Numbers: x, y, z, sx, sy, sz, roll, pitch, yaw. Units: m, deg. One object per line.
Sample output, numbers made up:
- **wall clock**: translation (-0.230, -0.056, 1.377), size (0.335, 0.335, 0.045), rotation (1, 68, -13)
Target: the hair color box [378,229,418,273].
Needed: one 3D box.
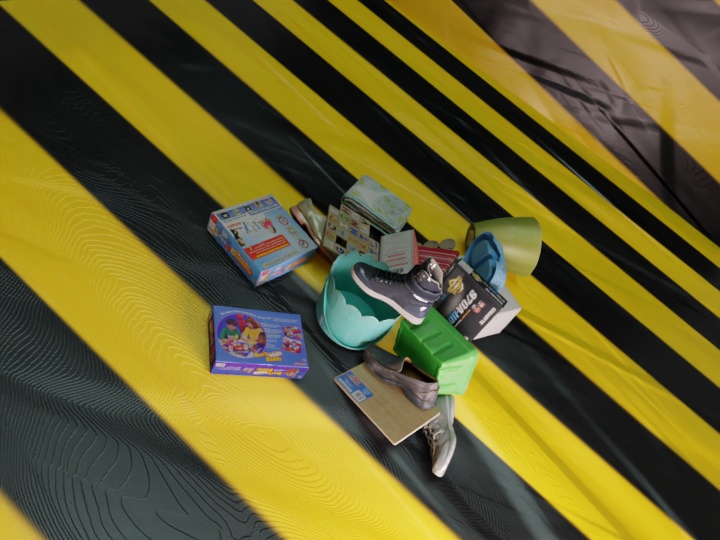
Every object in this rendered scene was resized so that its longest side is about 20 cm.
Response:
- **hair color box**: translation (0.102, -0.023, 1.487), size (0.099, 0.062, 0.202), rotation (-10, 33, 13)

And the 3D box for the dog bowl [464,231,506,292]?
- **dog bowl**: translation (0.331, -0.010, 1.474), size (0.049, 0.111, 0.203), rotation (30, 41, -21)

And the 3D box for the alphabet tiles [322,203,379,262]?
- **alphabet tiles**: translation (-0.019, -0.089, 1.454), size (0.165, 0.008, 0.202), rotation (30, 38, -20)

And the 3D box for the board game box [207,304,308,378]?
- **board game box**: translation (-0.213, 0.150, 1.164), size (0.196, 0.045, 0.136), rotation (9, 46, -28)

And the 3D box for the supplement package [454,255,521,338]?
- **supplement package**: translation (0.329, 0.069, 1.563), size (0.115, 0.118, 0.202), rotation (-6, 54, -37)

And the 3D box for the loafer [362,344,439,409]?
- **loafer**: translation (0.092, 0.216, 1.230), size (0.198, 0.073, 0.072), rotation (31, 37, 21)

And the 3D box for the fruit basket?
- **fruit basket**: translation (0.201, 0.188, 1.322), size (0.210, 0.158, 0.217), rotation (10, 32, -6)

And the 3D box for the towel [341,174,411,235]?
- **towel**: translation (0.053, -0.193, 1.686), size (0.198, 0.048, 0.172), rotation (37, 37, 2)

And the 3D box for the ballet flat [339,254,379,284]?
- **ballet flat**: translation (0.000, 0.000, 1.450), size (0.076, 0.067, 0.199), rotation (54, 39, -1)

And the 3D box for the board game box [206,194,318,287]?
- **board game box**: translation (-0.236, -0.079, 1.363), size (0.196, 0.056, 0.198), rotation (48, 41, 14)

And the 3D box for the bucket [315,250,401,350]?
- **bucket**: translation (-0.003, 0.075, 1.312), size (0.203, 0.136, 0.210), rotation (19, 42, -17)

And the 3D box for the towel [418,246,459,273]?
- **towel**: translation (0.165, 0.000, 1.499), size (0.142, 0.023, 0.200), rotation (8, 41, 37)

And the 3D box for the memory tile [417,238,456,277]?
- **memory tile**: translation (0.189, -0.019, 1.558), size (0.150, 0.017, 0.202), rotation (-8, 37, 21)

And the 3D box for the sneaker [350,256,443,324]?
- **sneaker**: translation (0.087, 0.010, 1.221), size (0.200, 0.147, 0.077), rotation (32, 40, -2)

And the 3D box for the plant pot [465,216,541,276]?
- **plant pot**: translation (0.437, -0.086, 1.767), size (0.195, 0.189, 0.190), rotation (7, 45, -9)

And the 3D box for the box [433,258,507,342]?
- **box**: translation (0.252, 0.093, 1.422), size (0.159, 0.201, 0.046), rotation (44, 40, 11)

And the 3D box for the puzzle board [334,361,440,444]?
- **puzzle board**: translation (0.057, 0.274, 1.215), size (0.149, 0.018, 0.199), rotation (-19, 47, -39)

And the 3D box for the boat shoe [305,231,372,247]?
- **boat shoe**: translation (-0.059, -0.106, 1.511), size (0.196, 0.057, 0.070), rotation (16, 43, -21)

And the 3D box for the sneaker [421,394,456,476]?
- **sneaker**: translation (0.161, 0.354, 1.220), size (0.080, 0.076, 0.202), rotation (13, 37, -1)

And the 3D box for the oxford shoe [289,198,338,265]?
- **oxford shoe**: translation (-0.100, -0.098, 1.435), size (0.073, 0.071, 0.202), rotation (-35, 88, -14)
